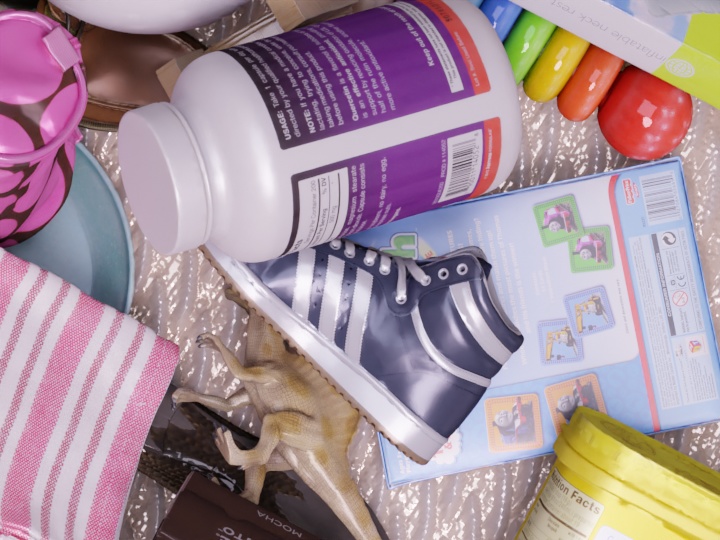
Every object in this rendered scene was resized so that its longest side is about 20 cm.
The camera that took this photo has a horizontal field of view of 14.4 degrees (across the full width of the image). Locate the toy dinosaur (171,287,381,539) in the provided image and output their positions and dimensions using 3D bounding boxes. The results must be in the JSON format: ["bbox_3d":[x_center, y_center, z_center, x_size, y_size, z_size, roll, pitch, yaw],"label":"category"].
[{"bbox_3d":[-0.038,0.092,1.572,0.101,0.058,0.201,-20,76,-29],"label":"toy dinosaur"}]

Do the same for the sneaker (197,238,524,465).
[{"bbox_3d":[0.000,0.000,1.558,0.200,0.070,0.109,44,98,-2],"label":"sneaker"}]

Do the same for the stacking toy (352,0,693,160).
[{"bbox_3d":[0.098,-0.129,1.591,0.199,0.085,0.086,31,88,0],"label":"stacking toy"}]

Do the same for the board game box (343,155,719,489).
[{"bbox_3d":[0.097,0.029,1.610,0.199,0.037,0.152,-11,89,-1],"label":"board game box"}]

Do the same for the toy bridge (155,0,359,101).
[{"bbox_3d":[-0.025,-0.147,1.539,0.199,0.067,0.027,-31,89,33],"label":"toy bridge"}]

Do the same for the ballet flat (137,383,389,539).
[{"bbox_3d":[-0.069,0.123,1.607,0.199,0.046,0.068,33,61,-5],"label":"ballet flat"}]

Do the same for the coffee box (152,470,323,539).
[{"bbox_3d":[-0.091,0.226,1.545,0.113,0.080,0.201,27,113,1],"label":"coffee box"}]

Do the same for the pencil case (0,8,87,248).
[{"bbox_3d":[-0.185,-0.076,1.494,0.093,0.200,0.091,-26,85,-12],"label":"pencil case"}]

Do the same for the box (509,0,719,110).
[{"bbox_3d":[0.146,-0.181,1.571,0.199,0.048,0.122,26,61,-12],"label":"box"}]

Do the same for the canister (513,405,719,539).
[{"bbox_3d":[0.136,0.197,1.567,0.148,0.087,0.201,27,97,-8],"label":"canister"}]

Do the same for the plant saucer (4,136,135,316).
[{"bbox_3d":[-0.225,0.002,1.604,0.199,0.036,0.201,0,85,-1],"label":"plant saucer"}]

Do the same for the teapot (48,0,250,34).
[{"bbox_3d":[-0.107,-0.211,1.500,0.200,0.146,0.198,-41,103,4],"label":"teapot"}]

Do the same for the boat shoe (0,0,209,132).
[{"bbox_3d":[-0.176,-0.125,1.596,0.199,0.068,0.072,13,85,-2],"label":"boat shoe"}]

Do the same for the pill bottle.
[{"bbox_3d":[-0.022,-0.072,1.498,0.199,0.112,0.113,-17,89,-23],"label":"pill bottle"}]

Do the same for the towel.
[{"bbox_3d":[-0.191,0.061,1.507,0.200,0.030,0.147,32,63,-32],"label":"towel"}]
